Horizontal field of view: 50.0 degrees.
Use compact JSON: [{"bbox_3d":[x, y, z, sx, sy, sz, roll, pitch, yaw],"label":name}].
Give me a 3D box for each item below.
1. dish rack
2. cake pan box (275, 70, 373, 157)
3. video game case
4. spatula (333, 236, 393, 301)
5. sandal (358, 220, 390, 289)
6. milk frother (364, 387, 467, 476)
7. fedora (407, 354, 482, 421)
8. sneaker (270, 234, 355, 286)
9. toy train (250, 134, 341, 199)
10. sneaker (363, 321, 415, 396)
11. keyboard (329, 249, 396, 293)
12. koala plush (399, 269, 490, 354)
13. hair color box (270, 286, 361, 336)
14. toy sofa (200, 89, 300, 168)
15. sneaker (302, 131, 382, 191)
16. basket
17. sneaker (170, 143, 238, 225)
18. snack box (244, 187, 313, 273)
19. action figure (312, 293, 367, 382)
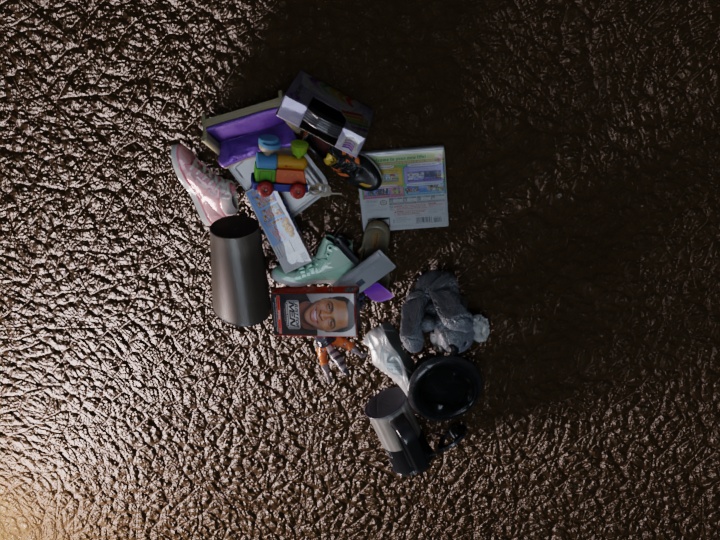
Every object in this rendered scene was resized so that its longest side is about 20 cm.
[{"bbox_3d":[-0.187,-0.207,1.706,0.170,0.044,0.201,-33,108,19],"label":"dish rack"},{"bbox_3d":[-0.068,-0.317,1.557,0.181,0.201,0.053,26,118,-6],"label":"cake pan box"},{"bbox_3d":[0.094,-0.179,1.709,0.195,0.022,0.186,-3,116,7],"label":"video game case"},{"bbox_3d":[0.000,0.000,1.739,0.056,0.021,0.201,-21,116,34],"label":"spatula"},{"bbox_3d":[0.032,-0.019,1.764,0.078,0.055,0.204,5,127,2],"label":"sandal"},{"bbox_3d":[0.144,0.385,1.929,0.199,0.179,0.191,-37,116,-26],"label":"milk frother"},{"bbox_3d":[0.194,0.266,1.864,0.195,0.092,0.205,-6,119,-12],"label":"fedora"},{"bbox_3d":[-0.108,-0.031,1.764,0.195,0.074,0.121,-2,123,-6],"label":"sneaker"},{"bbox_3d":[-0.127,-0.219,1.613,0.195,0.085,0.118,2,123,-14],"label":"toy train"},{"bbox_3d":[0.079,0.224,1.881,0.079,0.070,0.203,-23,100,28],"label":"sneaker"},{"bbox_3d":[-0.005,0.022,1.738,0.056,0.011,0.199,40,128,-18],"label":"keyboard"},{"bbox_3d":[0.204,0.119,1.787,0.175,0.187,0.200,-24,133,25],"label":"koala plush"},{"bbox_3d":[-0.100,0.092,1.747,0.195,0.061,0.104,-1,102,12],"label":"hair color box"},{"bbox_3d":[-0.230,-0.293,1.618,0.195,0.083,0.100,-13,73,13],"label":"toy sofa"},{"bbox_3d":[-0.044,-0.231,1.640,0.199,0.090,0.070,41,119,-2],"label":"sneaker"},{"bbox_3d":[-0.273,-0.007,1.727,0.133,0.180,0.204,-14,124,-22],"label":"basket"},{"bbox_3d":[-0.333,-0.199,1.701,0.102,0.076,0.203,-14,121,16],"label":"sneaker"},{"bbox_3d":[-0.179,-0.098,1.703,0.071,0.024,0.203,-22,103,15],"label":"snack box"},{"bbox_3d":[-0.061,0.142,1.824,0.198,0.105,0.196,-32,99,13],"label":"action figure"}]
